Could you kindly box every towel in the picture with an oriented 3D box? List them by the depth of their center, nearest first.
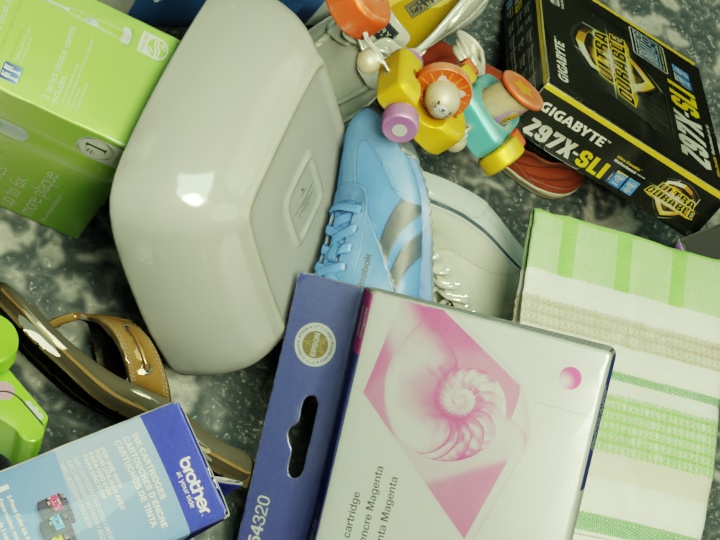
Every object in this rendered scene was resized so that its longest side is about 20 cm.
[{"bbox_3d":[0.154,0.074,1.031,0.148,0.031,0.202,16,72,-15],"label":"towel"}]

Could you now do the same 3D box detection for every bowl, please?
[{"bbox_3d":[-0.066,-0.049,1.011,0.074,0.200,0.201,12,56,20],"label":"bowl"}]

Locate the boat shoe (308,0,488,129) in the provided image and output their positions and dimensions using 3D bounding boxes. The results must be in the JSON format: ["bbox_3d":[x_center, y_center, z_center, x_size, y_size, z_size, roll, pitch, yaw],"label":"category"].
[{"bbox_3d":[0.011,-0.160,1.136,0.199,0.070,0.071,-34,83,-8],"label":"boat shoe"}]

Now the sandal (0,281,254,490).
[{"bbox_3d":[-0.139,0.063,1.000,0.199,0.082,0.055,35,73,-13],"label":"sandal"}]

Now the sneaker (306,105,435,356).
[{"bbox_3d":[0.000,0.000,1.020,0.078,0.066,0.202,-6,93,-24],"label":"sneaker"}]

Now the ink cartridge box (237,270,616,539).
[{"bbox_3d":[0.030,0.117,0.964,0.198,0.043,0.198,13,92,12],"label":"ink cartridge box"}]

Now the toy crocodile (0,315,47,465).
[{"bbox_3d":[-0.250,0.035,0.954,0.062,0.068,0.200,-32,74,-36],"label":"toy crocodile"}]

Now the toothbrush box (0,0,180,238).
[{"bbox_3d":[-0.228,-0.116,0.992,0.199,0.146,0.087,26,62,-16],"label":"toothbrush box"}]

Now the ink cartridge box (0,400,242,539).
[{"bbox_3d":[-0.165,0.142,0.927,0.199,0.136,0.077,-23,83,-31],"label":"ink cartridge box"}]

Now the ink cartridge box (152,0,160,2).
[{"bbox_3d":[-0.103,-0.217,1.047,0.199,0.042,0.119,-19,36,-33],"label":"ink cartridge box"}]

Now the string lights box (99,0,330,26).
[{"bbox_3d":[-0.100,-0.227,1.148,0.198,0.059,0.104,-5,71,-28],"label":"string lights box"}]

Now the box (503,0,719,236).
[{"bbox_3d":[0.181,-0.127,1.201,0.159,0.049,0.201,31,30,-16],"label":"box"}]

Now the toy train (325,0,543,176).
[{"bbox_3d":[0.048,-0.141,1.036,0.199,0.055,0.151,20,48,-49],"label":"toy train"}]

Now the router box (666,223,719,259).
[{"bbox_3d":[0.265,-0.001,1.188,0.199,0.149,0.051,-19,79,-30],"label":"router box"}]

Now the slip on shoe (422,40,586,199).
[{"bbox_3d":[0.087,-0.123,1.199,0.199,0.061,0.074,31,63,-9],"label":"slip on shoe"}]

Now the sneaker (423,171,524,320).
[{"bbox_3d":[0.069,0.003,1.113,0.200,0.073,0.071,36,58,-30],"label":"sneaker"}]
